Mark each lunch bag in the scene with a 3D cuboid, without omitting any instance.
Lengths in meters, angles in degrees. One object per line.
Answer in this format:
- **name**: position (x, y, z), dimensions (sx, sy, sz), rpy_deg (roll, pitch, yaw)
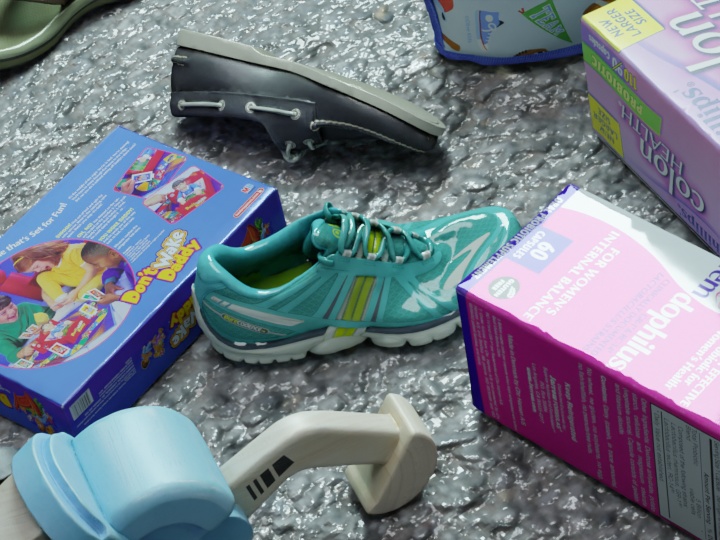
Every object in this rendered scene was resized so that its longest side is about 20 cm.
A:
- **lunch bag**: position (0.129, -0.233, 1.377), dimensions (0.199, 0.171, 0.124), rpy_deg (-16, 41, -1)

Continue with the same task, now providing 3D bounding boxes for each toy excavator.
- **toy excavator**: position (-0.079, 0.118, 1.113), dimensions (0.200, 0.194, 0.100), rpy_deg (-43, 44, 10)

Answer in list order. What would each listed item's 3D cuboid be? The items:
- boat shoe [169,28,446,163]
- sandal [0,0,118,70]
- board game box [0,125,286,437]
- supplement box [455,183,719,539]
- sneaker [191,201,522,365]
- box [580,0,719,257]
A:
- **boat shoe**: position (-0.038, -0.101, 1.382), dimensions (0.199, 0.073, 0.063), rpy_deg (20, 96, 24)
- **sandal**: position (-0.222, -0.207, 1.520), dimensions (0.200, 0.058, 0.080), rpy_deg (-35, 47, -20)
- **board game box**: position (-0.157, 0.007, 1.296), dimensions (0.134, 0.045, 0.200), rpy_deg (22, 54, 32)
- **supplement box**: position (0.159, 0.054, 1.130), dimensions (0.199, 0.104, 0.101), rpy_deg (30, 57, 34)
- **sneaker**: position (0.000, 0.000, 1.239), dimensions (0.199, 0.080, 0.078), rpy_deg (-14, 43, -1)
- **box**: position (0.262, -0.112, 1.275), dimensions (0.199, 0.097, 0.176), rpy_deg (-26, 45, -12)
